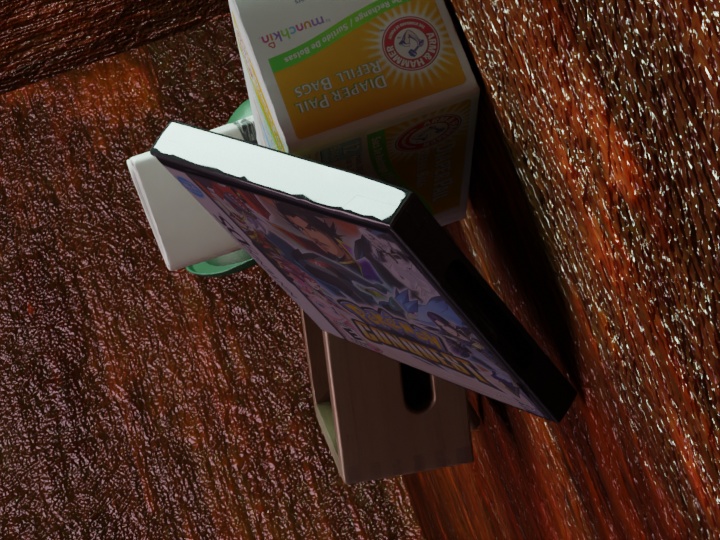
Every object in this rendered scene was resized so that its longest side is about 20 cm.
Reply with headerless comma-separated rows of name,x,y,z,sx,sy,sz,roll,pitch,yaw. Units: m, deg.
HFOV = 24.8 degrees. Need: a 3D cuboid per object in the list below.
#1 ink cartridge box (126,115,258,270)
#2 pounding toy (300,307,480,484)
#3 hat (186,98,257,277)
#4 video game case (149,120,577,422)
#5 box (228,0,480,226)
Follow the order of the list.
ink cartridge box,-0.056,-0.070,1.169,0.145,0.198,0.085,-169,60,-86
pounding toy,0.035,0.069,1.271,0.184,0.141,0.202,-123,25,-73
hat,-0.093,-0.122,1.299,0.165,0.200,0.177,5,128,56
video game case,0.000,0.000,0.879,0.199,0.026,0.181,20,159,46
box,-0.002,-0.090,0.941,0.200,0.111,0.102,84,166,-72
